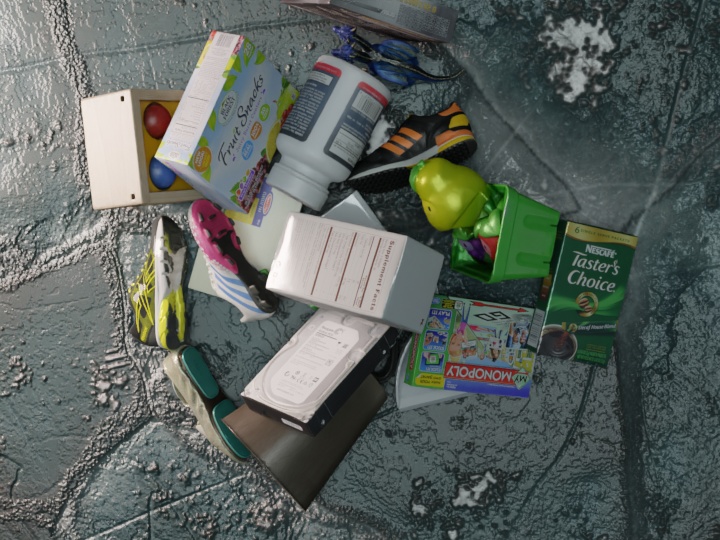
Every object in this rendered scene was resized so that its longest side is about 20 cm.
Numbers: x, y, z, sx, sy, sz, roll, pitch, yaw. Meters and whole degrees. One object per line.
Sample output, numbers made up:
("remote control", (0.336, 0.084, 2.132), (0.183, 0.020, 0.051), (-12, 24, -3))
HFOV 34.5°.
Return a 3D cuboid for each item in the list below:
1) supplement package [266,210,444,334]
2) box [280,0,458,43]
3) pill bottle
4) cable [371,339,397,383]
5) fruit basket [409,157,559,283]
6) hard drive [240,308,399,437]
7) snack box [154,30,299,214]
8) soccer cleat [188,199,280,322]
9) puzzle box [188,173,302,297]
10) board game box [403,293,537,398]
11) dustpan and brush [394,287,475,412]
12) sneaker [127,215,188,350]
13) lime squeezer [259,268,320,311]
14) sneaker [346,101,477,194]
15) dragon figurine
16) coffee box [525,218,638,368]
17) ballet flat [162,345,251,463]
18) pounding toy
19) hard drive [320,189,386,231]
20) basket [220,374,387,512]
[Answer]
("supplement package", (-0.007, 0.002, 1.591), (0.199, 0.117, 0.118), (14, 84, 32))
("box", (0.010, -0.365, 1.604), (0.199, 0.158, 0.049), (11, 96, -30))
("pill bottle", (-0.052, -0.195, 1.668), (0.119, 0.120, 0.201), (28, 89, 1))
("cable", (0.042, 0.064, 1.710), (0.097, 0.050, 0.201), (-9, 113, -18))
("fruit basket", (0.156, -0.070, 1.632), (0.214, 0.216, 0.156), (11, 94, 2))
("hard drive", (-0.055, 0.132, 1.625), (0.200, 0.139, 0.038), (-46, 131, -27))
("snack box", (-0.183, -0.206, 1.631), (0.067, 0.169, 0.201), (14, 75, 30))
("soccer cleat", (-0.199, -0.007, 1.681), (0.086, 0.070, 0.200), (-26, 104, 39))
("puzzle box", (-0.167, -0.051, 1.736), (0.132, 0.025, 0.201), (17, 94, 2))
("board game box", (0.166, 0.109, 1.685), (0.199, 0.029, 0.135), (8, 93, -26))
("dustpan and brush", (0.108, 0.099, 1.695), (0.139, 0.057, 0.201), (-11, 95, -16))
("sneaker", (-0.309, 0.018, 1.723), (0.084, 0.074, 0.201), (-3, 83, 21))
("lime squeezer", (-0.077, 0.078, 1.727), (0.070, 0.038, 0.201), (-26, 104, -13))
("sneaker", (0.068, -0.182, 1.707), (0.199, 0.070, 0.090), (-19, 66, 10))
("dragon figurine", (0.050, -0.299, 1.674), (0.199, 0.099, 0.059), (19, 95, 2))
("coffee box", (0.323, 0.033, 1.694), (0.122, 0.044, 0.201), (13, 94, -16))
("ballet flat", (-0.231, 0.205, 1.746), (0.062, 0.067, 0.201), (-30, 88, 33))
("pounding toy", (-0.272, -0.190, 1.661), (0.142, 0.200, 0.185), (-3, 94, 35))
("hard drive", (0.000, 0.000, 1.719), (0.132, 0.025, 0.200), (-36, 99, 4))
("basket", (-0.068, 0.214, 1.681), (0.200, 0.136, 0.180), (-42, 89, -10))
